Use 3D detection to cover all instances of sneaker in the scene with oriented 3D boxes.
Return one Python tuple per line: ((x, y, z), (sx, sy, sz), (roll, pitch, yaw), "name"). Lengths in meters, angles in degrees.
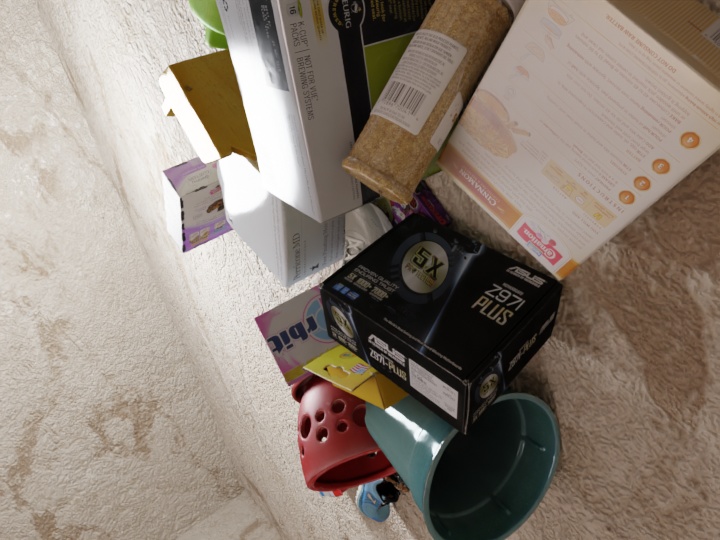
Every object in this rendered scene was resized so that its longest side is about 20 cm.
((0.000, 0.000, 0.749), (0.076, 0.092, 0.201), (26, 137, 46), "sneaker")
((0.041, 0.485, 1.196), (0.090, 0.078, 0.201), (29, 139, 42), "sneaker")

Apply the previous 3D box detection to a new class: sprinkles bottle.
((0.060, -0.156, 0.457), (0.068, 0.201, 0.068), (30, -176, -2), "sprinkles bottle")

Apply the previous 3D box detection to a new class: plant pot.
((-0.011, 0.244, 0.921), (0.201, 0.199, 0.183), (105, 154, -53), "plant pot")
((0.113, 0.209, 0.715), (0.196, 0.199, 0.201), (29, 139, 60), "plant pot")

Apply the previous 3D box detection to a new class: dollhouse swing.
((-0.151, -0.211, 0.755), (0.182, 0.199, 0.176), (59, 152, 5), "dollhouse swing")

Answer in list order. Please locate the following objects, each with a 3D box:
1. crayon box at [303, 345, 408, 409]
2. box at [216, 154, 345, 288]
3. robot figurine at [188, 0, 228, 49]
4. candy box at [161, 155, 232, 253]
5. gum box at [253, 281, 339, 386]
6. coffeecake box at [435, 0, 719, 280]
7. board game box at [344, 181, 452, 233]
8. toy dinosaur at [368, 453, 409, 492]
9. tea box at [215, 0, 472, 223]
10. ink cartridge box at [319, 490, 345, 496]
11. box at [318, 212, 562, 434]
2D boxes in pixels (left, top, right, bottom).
((0.041, 0.110, 0.715), (0.127, 0.199, 0.051), (7, 119, 58), "crayon box")
((-0.119, -0.121, 0.860), (0.200, 0.130, 0.200), (45, 149, 30), "box")
((-0.146, -0.372, 0.678), (0.200, 0.115, 0.176), (-59, 42, 48), "robot figurine")
((-0.301, -0.145, 1.112), (0.072, 0.167, 0.200), (51, 150, 15), "candy box")
((-0.049, 0.078, 0.856), (0.114, 0.199, 0.066), (62, 170, 2), "gum box")
((0.165, -0.109, 0.421), (0.154, 0.073, 0.200), (46, 150, 11), "coffeecake box")
((0.042, -0.059, 0.752), (0.120, 0.032, 0.200), (51, 151, 11), "board game box")
((0.071, 0.370, 1.030), (0.136, 0.102, 0.200), (43, 129, -1), "toy dinosaur")
((-0.005, -0.186, 0.529), (0.133, 0.196, 0.201), (34, 141, 48), "tea box")
((-0.080, 0.519, 1.443), (0.117, 0.067, 0.200), (58, 153, 7), "ink cartridge box")
((0.082, 0.044, 0.597), (0.199, 0.164, 0.087), (31, 145, 34), "box")
